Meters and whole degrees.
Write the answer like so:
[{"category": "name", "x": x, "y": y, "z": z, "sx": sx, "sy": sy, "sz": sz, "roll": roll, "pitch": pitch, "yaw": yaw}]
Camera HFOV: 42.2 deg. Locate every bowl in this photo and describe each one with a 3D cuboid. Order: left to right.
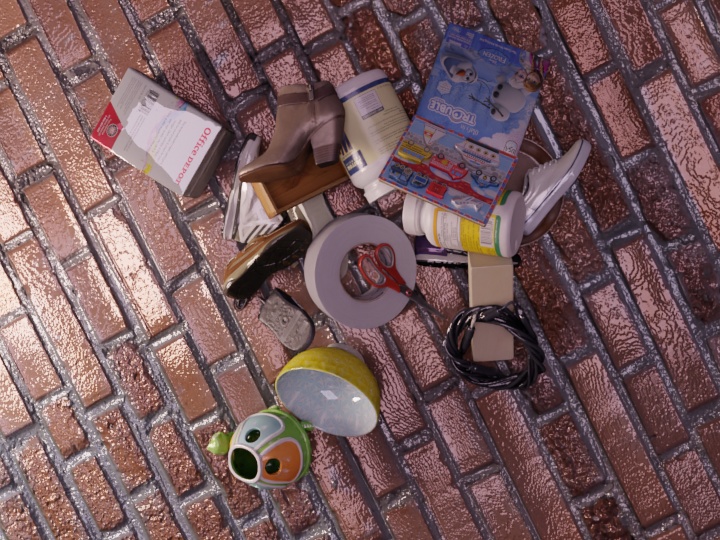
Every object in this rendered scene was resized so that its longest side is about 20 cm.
[{"category": "bowl", "x": -0.046, "y": 0.199, "z": 1.698, "sx": 0.197, "sy": 0.201, "sz": 0.109, "roll": 23, "pitch": 52, "yaw": 2}]

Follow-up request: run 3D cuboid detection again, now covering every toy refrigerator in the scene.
[{"category": "toy refrigerator", "x": 0.232, "y": 0.060, "z": 1.666, "sx": 0.074, "sy": 0.070, "sz": 0.203, "roll": -4, "pitch": 122, "yaw": 4}]

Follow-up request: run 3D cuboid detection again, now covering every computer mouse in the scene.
[{"category": "computer mouse", "x": -0.135, "y": 0.052, "z": 1.716, "sx": 0.199, "sy": 0.046, "sz": 0.142, "roll": 32, "pitch": 96, "yaw": 30}]

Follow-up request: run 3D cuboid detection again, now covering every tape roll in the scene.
[{"category": "tape roll", "x": 0.000, "y": 0.000, "z": 1.681, "sx": 0.196, "sy": 0.066, "sz": 0.205, "roll": -3, "pitch": 97, "yaw": -21}]

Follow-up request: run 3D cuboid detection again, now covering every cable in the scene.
[{"category": "cable", "x": 0.239, "y": 0.148, "z": 1.651, "sx": 0.161, "sy": 0.051, "sz": 0.202, "roll": -23, "pitch": 120, "yaw": 15}]

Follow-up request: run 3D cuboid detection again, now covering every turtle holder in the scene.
[{"category": "turtle holder", "x": -0.183, "y": 0.318, "z": 1.698, "sx": 0.185, "sy": 0.131, "sz": 0.143, "roll": 37, "pitch": 118, "yaw": 24}]

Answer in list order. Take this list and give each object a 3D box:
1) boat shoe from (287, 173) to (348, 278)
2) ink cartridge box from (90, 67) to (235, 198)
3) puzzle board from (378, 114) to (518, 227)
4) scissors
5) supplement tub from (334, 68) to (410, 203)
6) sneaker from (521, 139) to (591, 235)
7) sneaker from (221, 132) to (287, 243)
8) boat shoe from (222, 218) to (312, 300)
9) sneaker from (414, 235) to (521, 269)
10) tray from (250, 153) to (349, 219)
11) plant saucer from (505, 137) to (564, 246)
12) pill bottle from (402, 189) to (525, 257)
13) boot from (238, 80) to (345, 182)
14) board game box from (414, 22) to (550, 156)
[{"category": "boat shoe", "x": -0.084, "y": -0.076, "z": 1.722, "sx": 0.071, "sy": 0.060, "sz": 0.205, "roll": -27, "pitch": 96, "yaw": -37}, {"category": "ink cartridge box", "x": -0.350, "y": -0.243, "z": 1.685, "sx": 0.198, "sy": 0.145, "sz": 0.147, "roll": 33, "pitch": 94, "yaw": 1}, {"category": "puzzle board", "x": 0.148, "y": -0.173, "z": 1.567, "sx": 0.197, "sy": 0.017, "sz": 0.152, "roll": 25, "pitch": 64, "yaw": 11}, {"category": "scissors", "x": 0.073, "y": 0.037, "z": 1.674, "sx": 0.073, "sy": 0.014, "sz": 0.201, "roll": -44, "pitch": 110, "yaw": -13}, {"category": "supplement tub", "x": 0.023, "y": -0.238, "z": 1.664, "sx": 0.143, "sy": 0.145, "sz": 0.203, "roll": -28, "pitch": 91, "yaw": 4}, {"category": "sneaker", "x": 0.329, "y": -0.160, "z": 1.649, "sx": 0.070, "sy": 0.073, "sz": 0.201, "roll": 38, "pitch": 85, "yaw": -4}, {"category": "sneaker", "x": -0.183, "y": -0.146, "z": 1.727, "sx": 0.113, "sy": 0.076, "sz": 0.204, "roll": 13, "pitch": 101, "yaw": -6}, {"category": "boat shoe", "x": -0.177, "y": -0.032, "z": 1.690, "sx": 0.199, "sy": 0.075, "sz": 0.075, "roll": -36, "pitch": 49, "yaw": 15}, {"category": "sneaker", "x": 0.198, "y": -0.049, "z": 1.702, "sx": 0.196, "sy": 0.076, "sz": 0.089, "roll": 6, "pitch": 82, "yaw": -2}, {"category": "tray", "x": -0.104, "y": -0.177, "z": 1.672, "sx": 0.198, "sy": 0.037, "sz": 0.100, "roll": -30, "pitch": 92, "yaw": -34}, {"category": "plant saucer", "x": 0.270, "y": -0.142, "z": 1.699, "sx": 0.196, "sy": 0.034, "sz": 0.205, "roll": 0, "pitch": 86, "yaw": -2}, {"category": "pill bottle", "x": 0.177, "y": -0.092, "z": 1.617, "sx": 0.196, "sy": 0.112, "sz": 0.115, "roll": 9, "pitch": 94, "yaw": 23}, {"category": "boot", "x": -0.120, "y": -0.239, "z": 1.585, "sx": 0.196, "sy": 0.070, "sz": 0.149, "roll": -11, "pitch": 79, "yaw": 2}, {"category": "board game box", "x": 0.216, "y": -0.317, "z": 1.681, "sx": 0.197, "sy": 0.043, "sz": 0.202, "roll": 20, "pitch": 83, "yaw": 2}]
